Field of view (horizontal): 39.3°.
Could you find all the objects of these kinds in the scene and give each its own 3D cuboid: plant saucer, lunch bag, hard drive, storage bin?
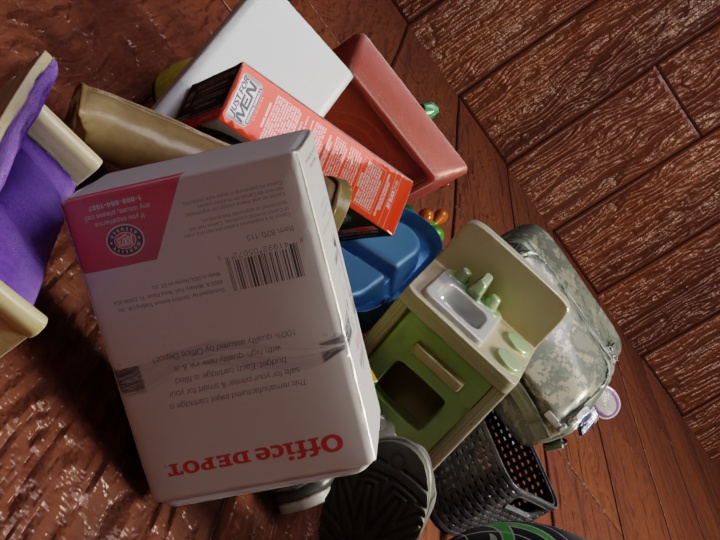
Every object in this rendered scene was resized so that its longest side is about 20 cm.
[{"bbox_3d":[-0.013,-0.139,1.149,0.200,0.200,0.037,49,39,-19],"label":"plant saucer"},{"bbox_3d":[0.168,0.072,1.051,0.200,0.139,0.168,56,31,-3],"label":"lunch bag"},{"bbox_3d":[-0.106,-0.158,0.954,0.132,0.200,0.027,45,-22,-26],"label":"hard drive"},{"bbox_3d":[0.114,0.178,1.084,0.135,0.094,0.201,35,28,-51],"label":"storage bin"}]

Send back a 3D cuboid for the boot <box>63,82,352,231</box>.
[{"bbox_3d":[-0.122,-0.076,0.761,0.199,0.066,0.175,22,-2,-22],"label":"boot"}]

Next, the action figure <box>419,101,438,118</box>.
[{"bbox_3d":[0.022,-0.138,1.210,0.055,0.200,0.118,-12,67,-52],"label":"action figure"}]

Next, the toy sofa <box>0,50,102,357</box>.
[{"bbox_3d":[-0.206,-0.040,0.592,0.083,0.097,0.200,47,19,-27],"label":"toy sofa"}]

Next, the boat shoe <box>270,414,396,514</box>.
[{"bbox_3d":[-0.020,0.138,0.824,0.200,0.067,0.057,-21,93,-70],"label":"boat shoe"}]

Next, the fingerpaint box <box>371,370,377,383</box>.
[{"bbox_3d":[-0.085,0.047,0.803,0.167,0.073,0.200,60,17,7],"label":"fingerpaint box"}]

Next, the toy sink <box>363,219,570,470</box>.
[{"bbox_3d":[0.078,0.074,0.931,0.130,0.200,0.112,42,24,4],"label":"toy sink"}]

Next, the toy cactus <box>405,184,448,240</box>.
[{"bbox_3d":[0.040,-0.089,1.300,0.165,0.102,0.200,28,-25,11],"label":"toy cactus"}]

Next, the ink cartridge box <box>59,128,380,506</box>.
[{"bbox_3d":[-0.079,0.029,0.627,0.083,0.146,0.201,-77,154,-73],"label":"ink cartridge box"}]

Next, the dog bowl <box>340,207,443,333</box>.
[{"bbox_3d":[0.000,0.000,1.016,0.111,0.050,0.200,33,41,19],"label":"dog bowl"}]

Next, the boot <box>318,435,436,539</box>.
[{"bbox_3d":[0.027,0.176,0.760,0.072,0.182,0.200,27,19,15],"label":"boot"}]

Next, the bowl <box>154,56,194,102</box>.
[{"bbox_3d":[-0.107,-0.154,1.046,0.200,0.107,0.200,50,19,-24],"label":"bowl"}]

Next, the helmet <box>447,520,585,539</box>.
[{"bbox_3d":[0.118,0.281,0.747,0.200,0.200,0.191,54,25,-9],"label":"helmet"}]

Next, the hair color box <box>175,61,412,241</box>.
[{"bbox_3d":[-0.061,-0.099,0.907,0.200,0.101,0.061,32,69,-29],"label":"hair color box"}]

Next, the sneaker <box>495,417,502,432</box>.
[{"bbox_3d":[0.183,0.141,1.371,0.200,0.071,0.073,55,17,-7],"label":"sneaker"}]

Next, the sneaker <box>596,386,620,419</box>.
[{"bbox_3d":[0.414,0.198,1.937,0.200,0.075,0.100,55,-1,-7],"label":"sneaker"}]
